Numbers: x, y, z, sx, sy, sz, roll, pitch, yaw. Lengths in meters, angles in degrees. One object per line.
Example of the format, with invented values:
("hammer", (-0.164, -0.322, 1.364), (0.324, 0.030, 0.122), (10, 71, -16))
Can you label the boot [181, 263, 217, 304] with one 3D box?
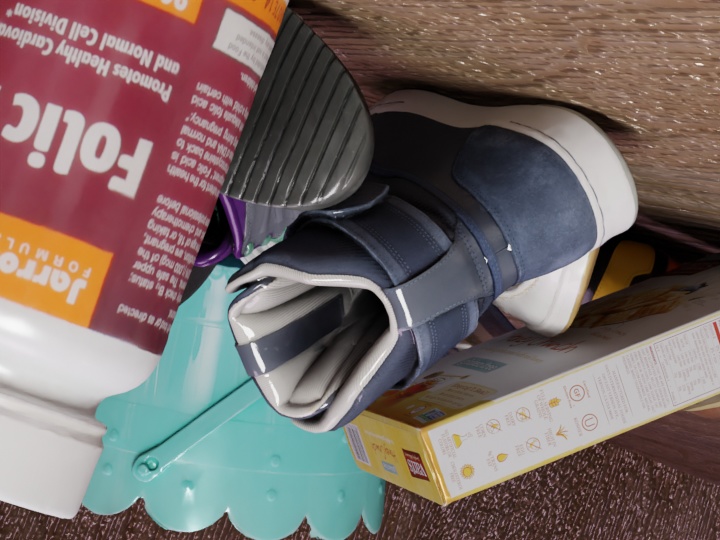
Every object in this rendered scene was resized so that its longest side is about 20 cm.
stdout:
("boot", (-0.178, -0.058, 1.256), (0.188, 0.069, 0.200), (-7, -131, -36))

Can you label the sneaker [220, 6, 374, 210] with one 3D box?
("sneaker", (-0.060, -0.073, 1.019), (0.200, 0.074, 0.088), (29, -178, 34))

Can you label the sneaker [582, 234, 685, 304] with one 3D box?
("sneaker", (0.108, 0.010, 1.354), (0.090, 0.070, 0.200), (28, 171, -7))

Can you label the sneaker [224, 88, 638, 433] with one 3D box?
("sneaker", (-0.002, -0.005, 1.039), (0.077, 0.146, 0.202), (60, 158, -13))

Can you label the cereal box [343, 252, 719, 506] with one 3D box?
("cereal box", (0.100, 0.042, 1.157), (0.199, 0.040, 0.144), (-21, -173, -14))

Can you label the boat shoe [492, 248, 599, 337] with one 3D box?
("boat shoe", (0.059, -0.016, 1.165), (0.069, 0.071, 0.200), (20, 178, -8))

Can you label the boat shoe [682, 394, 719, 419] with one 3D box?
("boat shoe", (0.198, 0.044, 1.281), (0.067, 0.072, 0.200), (23, 173, -13))

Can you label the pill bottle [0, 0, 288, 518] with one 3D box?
("pill bottle", (-0.106, -0.027, 0.897), (0.114, 0.201, 0.114), (19, 176, 1))

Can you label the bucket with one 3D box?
("bucket", (-0.071, 0.054, 1.410), (0.206, 0.136, 0.207), (8, -173, -1))

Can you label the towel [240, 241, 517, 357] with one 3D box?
("towel", (0.000, 0.000, 1.320), (0.147, 0.024, 0.200), (50, -160, 18))

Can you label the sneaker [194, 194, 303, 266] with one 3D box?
("sneaker", (-0.048, -0.032, 1.201), (0.074, 0.088, 0.200), (15, 166, 36))
